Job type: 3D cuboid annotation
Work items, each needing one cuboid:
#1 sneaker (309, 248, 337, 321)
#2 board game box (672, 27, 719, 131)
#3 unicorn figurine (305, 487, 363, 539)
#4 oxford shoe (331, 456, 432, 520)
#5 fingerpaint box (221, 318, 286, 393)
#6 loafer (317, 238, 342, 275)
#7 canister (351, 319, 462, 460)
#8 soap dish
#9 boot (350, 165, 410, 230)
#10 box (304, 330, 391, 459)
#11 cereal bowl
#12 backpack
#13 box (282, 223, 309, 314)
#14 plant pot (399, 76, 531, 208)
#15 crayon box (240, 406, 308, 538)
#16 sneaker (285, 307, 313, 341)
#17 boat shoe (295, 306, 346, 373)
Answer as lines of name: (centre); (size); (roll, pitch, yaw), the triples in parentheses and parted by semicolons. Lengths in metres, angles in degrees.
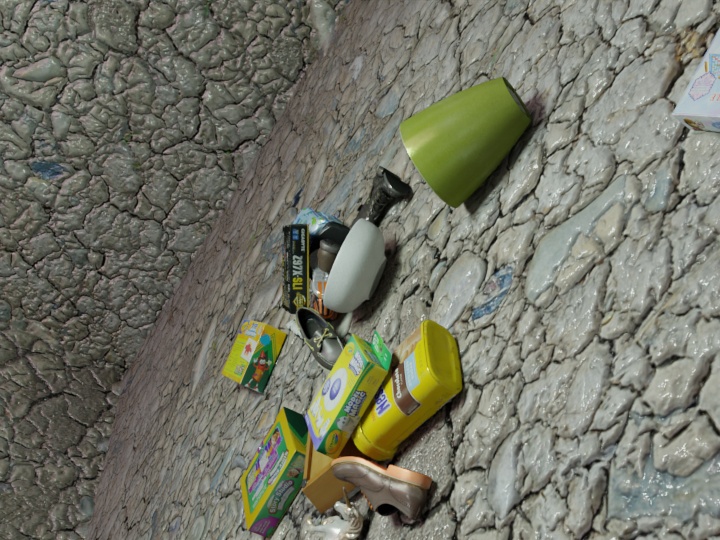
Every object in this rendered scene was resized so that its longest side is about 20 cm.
sneaker: (-0.088, 0.040, 1.753); (0.202, 0.076, 0.114); (-88, 3, -54)
board game box: (0.488, -0.255, 0.879); (0.202, 0.041, 0.200); (-61, 22, 4)
unicorn figurine: (-0.052, 0.456, 1.268); (0.136, 0.073, 0.205); (-4, 75, 54)
oxford shoe: (0.020, 0.336, 1.178); (0.198, 0.071, 0.074); (-3, 65, 48)
fingerpaint box: (-0.287, 0.226, 2.037); (0.199, 0.072, 0.170); (-2, 64, 65)
loafer: (-0.061, -0.025, 1.658); (0.200, 0.072, 0.072); (7, -75, -78)
canister: (0.073, 0.194, 1.247); (0.200, 0.086, 0.150); (-47, 26, 31)
soap dish: (-0.036, 0.308, 1.369); (0.157, 0.080, 0.203); (-46, 27, 36)
boot: (0.037, -0.140, 1.746); (0.177, 0.068, 0.200); (-61, 14, 12)
box: (-0.020, 0.198, 1.270); (0.202, 0.048, 0.117); (-59, 21, 7)
cereal bowl: (0.000, 0.000, 1.589); (0.200, 0.082, 0.204); (24, -91, -82)
backpack: (-0.106, -0.076, 1.912); (0.166, 0.151, 0.201); (-63, 9, 15)
box: (-0.152, -0.005, 1.768); (0.160, 0.048, 0.206); (-174, 84, -79)
plant pot: (0.203, -0.248, 1.372); (0.198, 0.187, 0.189); (-34, 32, 23)
crayon box: (-0.176, 0.419, 1.589); (0.202, 0.057, 0.173); (-59, 23, 10)
sneaker: (-0.117, 0.128, 1.779); (0.082, 0.075, 0.199); (-54, 22, -5)
boat shoe: (-0.084, 0.148, 1.616); (0.071, 0.061, 0.201); (-38, 40, -9)
